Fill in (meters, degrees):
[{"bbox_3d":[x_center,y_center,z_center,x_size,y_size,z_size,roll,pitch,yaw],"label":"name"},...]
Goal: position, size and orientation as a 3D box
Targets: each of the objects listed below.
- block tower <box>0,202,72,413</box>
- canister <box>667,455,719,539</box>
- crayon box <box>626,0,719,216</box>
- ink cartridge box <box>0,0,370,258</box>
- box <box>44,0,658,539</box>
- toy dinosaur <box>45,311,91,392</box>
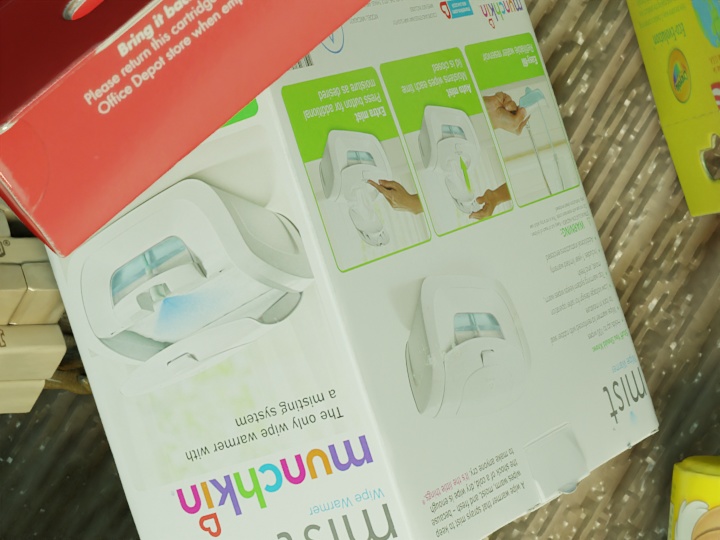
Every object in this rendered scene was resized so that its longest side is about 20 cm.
[{"bbox_3d":[-0.142,-0.052,0.855,0.057,0.054,0.201,0,55,-32],"label":"block tower"},{"bbox_3d":[0.167,0.170,0.920,0.147,0.087,0.202,5,90,2],"label":"canister"},{"bbox_3d":[0.117,-0.122,0.891,0.050,0.127,0.202,-16,92,-8],"label":"crayon box"},{"bbox_3d":[-0.075,-0.080,0.728,0.116,0.200,0.067,-40,124,-7],"label":"ink cartridge box"},{"bbox_3d":[0.000,0.000,0.857,0.096,0.200,0.178,-17,92,27],"label":"box"},{"bbox_3d":[-0.144,0.005,0.925,0.199,0.106,0.061,28,99,-6],"label":"toy dinosaur"}]
